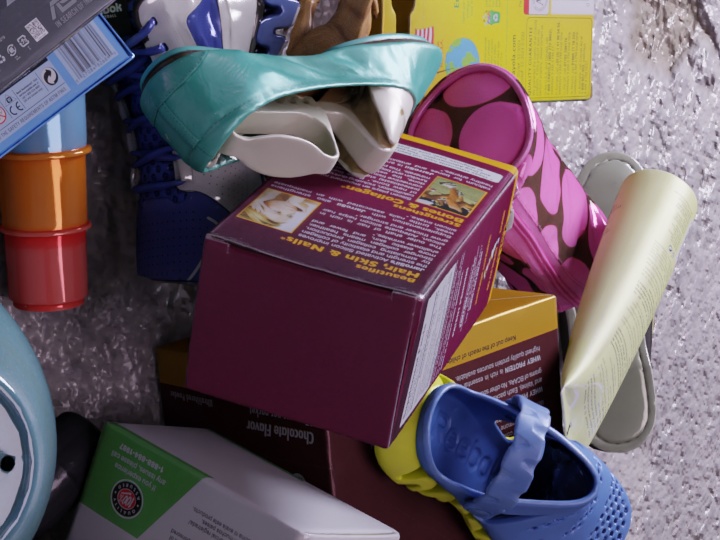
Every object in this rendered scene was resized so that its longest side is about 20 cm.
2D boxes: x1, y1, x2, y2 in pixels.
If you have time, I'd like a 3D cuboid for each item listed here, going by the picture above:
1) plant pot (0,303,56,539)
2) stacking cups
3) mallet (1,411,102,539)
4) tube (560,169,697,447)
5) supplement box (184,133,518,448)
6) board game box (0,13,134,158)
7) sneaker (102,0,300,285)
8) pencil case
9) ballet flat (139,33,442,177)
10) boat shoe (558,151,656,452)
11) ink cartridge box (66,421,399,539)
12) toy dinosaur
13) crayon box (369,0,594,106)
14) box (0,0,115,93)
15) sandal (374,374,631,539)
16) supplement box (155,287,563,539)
[{"bbox_3d":[-0.212,0.079,0.867,0.200,0.135,0.200,-2,93,-37],"label":"plant pot"},{"bbox_3d":[-0.164,-0.080,0.981,0.060,0.060,0.200,-10,106,-46],"label":"stacking cups"},{"bbox_3d":[-0.185,0.038,0.988,0.066,0.041,0.200,-37,117,-36],"label":"mallet"},{"bbox_3d":[0.152,0.023,1.187,0.058,0.052,0.200,40,51,-18],"label":"tube"},{"bbox_3d":[0.000,0.000,1.015,0.200,0.110,0.086,-49,153,-62],"label":"supplement box"},{"bbox_3d":[-0.217,-0.132,0.875,0.151,0.037,0.200,-43,101,-34],"label":"board game box"},{"bbox_3d":[-0.105,-0.095,1.026,0.115,0.080,0.200,21,73,-46],"label":"sneaker"},{"bbox_3d":[0.095,-0.040,1.199,0.091,0.094,0.200,-38,149,6],"label":"pencil case"},{"bbox_3d":[-0.023,-0.077,1.001,0.200,0.067,0.070,-9,61,-45],"label":"ballet flat"},{"bbox_3d":[0.165,0.022,1.340,0.072,0.061,0.202,1,85,-3],"label":"boat shoe"},{"bbox_3d":[-0.087,0.196,1.002,0.084,0.146,0.200,10,102,-53],"label":"ink cartridge box"},{"bbox_3d":[-0.010,-0.126,1.079,0.060,0.106,0.200,12,128,-17],"label":"toy dinosaur"},{"bbox_3d":[0.065,-0.166,1.213,0.200,0.051,0.127,-6,100,-47],"label":"crayon box"},{"bbox_3d":[-0.218,-0.119,0.817,0.158,0.051,0.200,51,57,-10],"label":"box"},{"bbox_3d":[0.093,0.115,1.062,0.200,0.087,0.080,30,71,-46],"label":"sandal"},{"bbox_3d":[0.007,0.125,1.130,0.197,0.133,0.200,-17,107,-44],"label":"supplement box"}]
